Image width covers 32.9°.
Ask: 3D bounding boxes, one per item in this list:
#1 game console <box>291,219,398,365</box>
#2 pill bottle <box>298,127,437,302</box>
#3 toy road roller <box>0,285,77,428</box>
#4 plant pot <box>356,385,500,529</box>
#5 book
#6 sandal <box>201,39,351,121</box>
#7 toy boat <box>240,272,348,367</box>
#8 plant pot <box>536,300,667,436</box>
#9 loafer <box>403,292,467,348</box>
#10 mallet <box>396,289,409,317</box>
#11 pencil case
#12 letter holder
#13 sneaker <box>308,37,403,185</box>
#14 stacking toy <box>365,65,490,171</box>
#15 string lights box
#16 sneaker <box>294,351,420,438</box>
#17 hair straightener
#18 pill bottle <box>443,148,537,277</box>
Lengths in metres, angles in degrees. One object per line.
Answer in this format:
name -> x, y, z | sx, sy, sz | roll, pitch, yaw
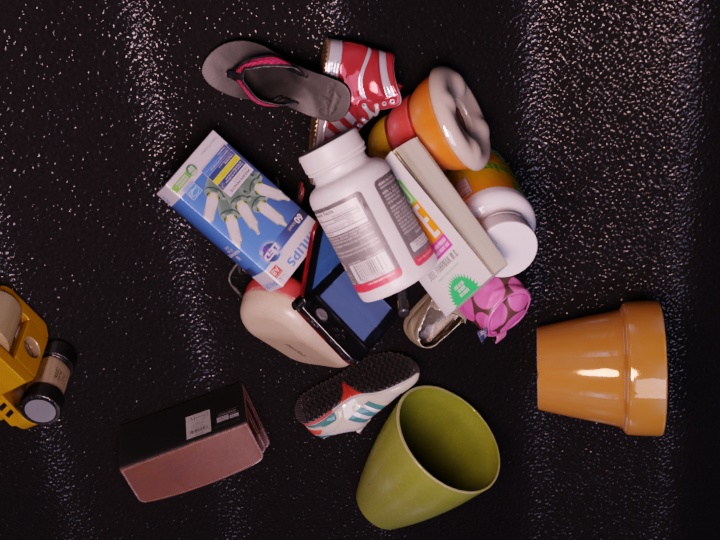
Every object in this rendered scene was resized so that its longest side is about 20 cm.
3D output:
game console -> 0.000, 0.000, 1.635 | 0.172, 0.200, 0.119 | 46, 122, -1
pill bottle -> 0.005, -0.071, 1.514 | 0.110, 0.111, 0.200 | -27, 99, 6
toy road roller -> -0.502, 0.136, 1.688 | 0.146, 0.123, 0.200 | -24, 123, 17
plant pot -> 0.081, 0.310, 1.879 | 0.187, 0.188, 0.200 | 23, 131, -22
book -> 0.089, -0.052, 1.564 | 0.048, 0.200, 0.134 | -32, 171, -35
sandal -> -0.109, -0.239, 1.538 | 0.199, 0.045, 0.075 | 18, 112, 9
toy boat -> -0.076, 0.049, 1.718 | 0.130, 0.131, 0.200 | 5, 160, 33
plant pot -> 0.355, 0.147, 1.820 | 0.183, 0.200, 0.201 | -1, 122, 8
loafer -> 0.139, 0.040, 1.774 | 0.076, 0.068, 0.200 | 25, 113, -23
mallet -> 0.051, -0.021, 1.651 | 0.041, 0.201, 0.066 | -4, 153, 0
pencil case -> 0.140, 0.008, 1.688 | 0.091, 0.200, 0.094 | -29, 145, -21
letter holder -> -0.243, 0.281, 1.833 | 0.199, 0.101, 0.142 | -20, 124, 2
sneaker -> -0.007, -0.200, 1.602 | 0.112, 0.071, 0.201 | 6, 117, -10
stacking toy -> 0.061, -0.171, 1.622 | 0.200, 0.146, 0.146 | -22, 124, 26
string lights box -> -0.156, -0.076, 1.599 | 0.200, 0.059, 0.103 | 41, 69, -10
sneaker -> 0.003, 0.196, 1.855 | 0.199, 0.070, 0.093 | -26, 140, 3
hair straightener -> -0.142, -0.043, 1.697 | 0.077, 0.041, 0.200 | 12, 122, -17
pill bottle -> 0.171, -0.077, 1.632 | 0.111, 0.200, 0.111 | -5, 122, -8
